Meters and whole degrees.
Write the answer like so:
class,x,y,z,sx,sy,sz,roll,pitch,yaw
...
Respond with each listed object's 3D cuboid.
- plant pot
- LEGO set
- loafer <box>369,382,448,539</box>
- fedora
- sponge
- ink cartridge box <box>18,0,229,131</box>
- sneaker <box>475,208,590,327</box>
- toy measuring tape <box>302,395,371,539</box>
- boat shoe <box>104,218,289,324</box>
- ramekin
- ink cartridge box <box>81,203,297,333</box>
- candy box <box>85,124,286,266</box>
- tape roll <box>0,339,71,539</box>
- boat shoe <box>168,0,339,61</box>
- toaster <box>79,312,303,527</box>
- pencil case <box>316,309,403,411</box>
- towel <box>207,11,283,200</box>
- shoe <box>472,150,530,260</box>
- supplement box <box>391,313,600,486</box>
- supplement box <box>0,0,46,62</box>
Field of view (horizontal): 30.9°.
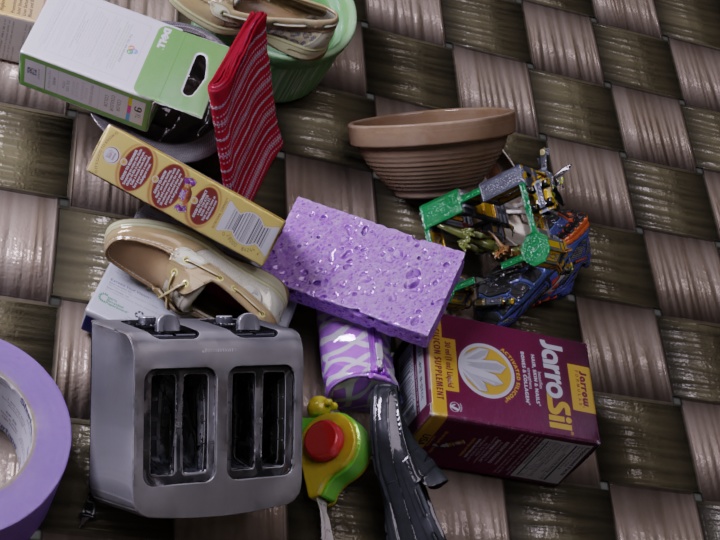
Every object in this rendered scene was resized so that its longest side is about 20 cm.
class,x,y,z,sx,sy,sz,roll,pitch,yaw
plant pot,0.087,-0.138,1.552,0.199,0.200,0.094,-12,104,-31
LEGO set,0.167,-0.036,1.490,0.115,0.199,0.155,10,55,-49
loafer,0.053,0.209,1.300,0.070,0.068,0.203,-12,78,8
fedora,-0.222,-0.183,1.464,0.176,0.090,0.201,26,57,-4
sponge,0.000,0.000,1.373,0.198,0.030,0.112,19,59,15
ink cartridge box,-0.250,-0.217,1.382,0.198,0.059,0.105,19,57,-4
sneaker,0.215,0.013,1.543,0.200,0.075,0.079,-41,120,-25
toy measuring tape,-0.016,0.210,1.292,0.073,0.074,0.201,2,54,-24
boat shoe,-0.167,0.011,1.310,0.198,0.074,0.067,22,45,-10
ramekin,-0.112,-0.302,1.597,0.198,0.098,0.202,13,53,-17
ink cartridge box,-0.168,0.021,1.378,0.198,0.041,0.201,26,50,-6
candy box,-0.179,-0.077,1.327,0.199,0.117,0.057,27,89,-11
tape roll,-0.363,0.160,1.160,0.198,0.085,0.201,12,52,-16
boat shoe,-0.122,-0.304,1.486,0.198,0.063,0.074,16,53,-15
toaster,-0.156,0.139,1.210,0.179,0.118,0.202,2,90,-31
pencil case,-0.004,0.053,1.404,0.083,0.086,0.202,6,54,-20
towel,-0.124,-0.166,1.435,0.022,0.201,0.145,10,48,14
shoe,0.166,-0.101,1.613,0.069,0.053,0.201,-4,59,-27
supplement box,0.142,0.139,1.400,0.198,0.103,0.132,11,52,-18
supplement box,-0.418,-0.313,1.476,0.198,0.074,0.127,10,53,-18
